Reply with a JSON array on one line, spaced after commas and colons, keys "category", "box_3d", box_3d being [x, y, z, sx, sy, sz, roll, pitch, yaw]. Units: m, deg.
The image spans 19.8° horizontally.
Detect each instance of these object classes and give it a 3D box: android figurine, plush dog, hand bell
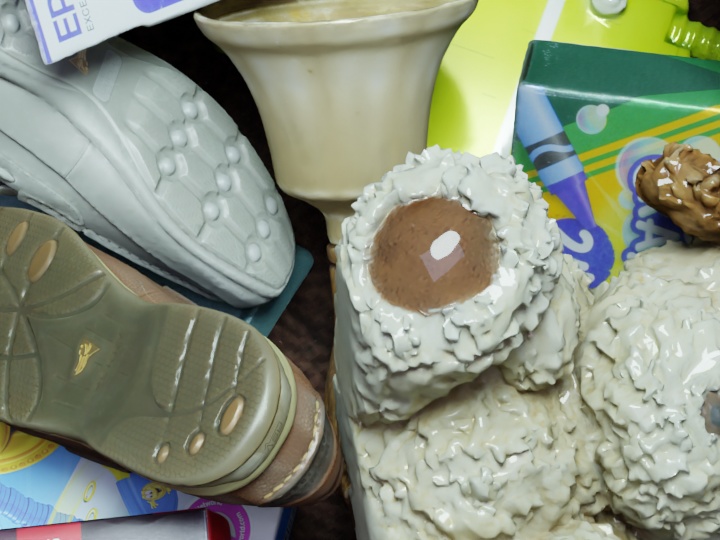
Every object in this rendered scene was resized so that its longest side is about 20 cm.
[{"category": "android figurine", "box_3d": [0.047, -0.097, 0.821, 0.198, 0.041, 0.183, 21, 77, 8]}, {"category": "plush dog", "box_3d": [0.081, 0.054, 0.684, 0.170, 0.160, 0.202, -11, 88, -8]}, {"category": "hand bell", "box_3d": [0.000, 0.000, 0.758, 0.103, 0.104, 0.202, -5, 104, 0]}]

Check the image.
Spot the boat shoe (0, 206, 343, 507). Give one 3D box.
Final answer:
[{"category": "boat shoe", "box_3d": [-0.085, 0.036, 0.718, 0.199, 0.068, 0.072, 23, 78, 42]}]

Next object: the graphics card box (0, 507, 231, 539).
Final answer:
[{"category": "graphics card box", "box_3d": [-0.139, 0.153, 0.696, 0.198, 0.051, 0.127, -5, 76, 1]}]

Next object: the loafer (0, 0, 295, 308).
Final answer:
[{"category": "loafer", "box_3d": [-0.107, -0.052, 0.756, 0.200, 0.070, 0.070, 42, 44, -22]}]

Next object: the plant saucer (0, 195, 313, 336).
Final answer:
[{"category": "plant saucer", "box_3d": [-0.119, -0.028, 0.818, 0.199, 0.019, 0.070, 30, 78, 10]}]

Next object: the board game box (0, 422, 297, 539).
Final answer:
[{"category": "board game box", "box_3d": [-0.139, 0.144, 0.753, 0.194, 0.056, 0.202, 13, 76, 5]}]

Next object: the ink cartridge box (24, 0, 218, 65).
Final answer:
[{"category": "ink cartridge box", "box_3d": [-0.066, -0.197, 0.723, 0.199, 0.043, 0.200, -27, 111, -34]}]

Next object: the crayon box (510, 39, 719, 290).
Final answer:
[{"category": "crayon box", "box_3d": [0.151, -0.007, 0.746, 0.198, 0.052, 0.127, 7, 117, 7]}]
